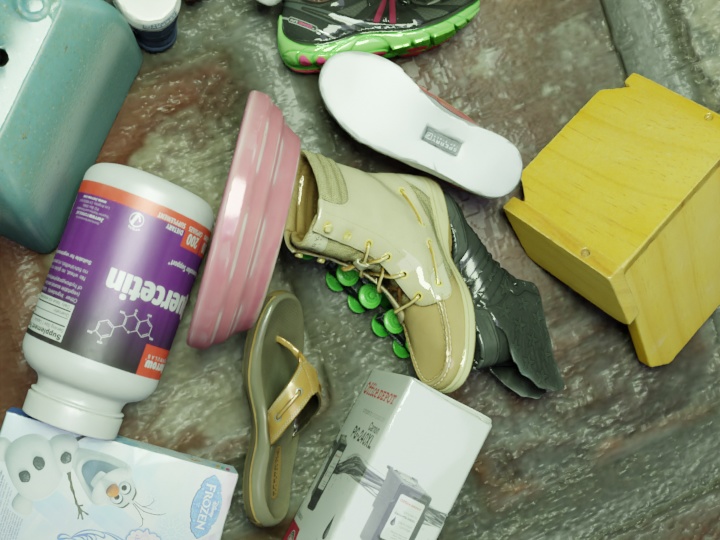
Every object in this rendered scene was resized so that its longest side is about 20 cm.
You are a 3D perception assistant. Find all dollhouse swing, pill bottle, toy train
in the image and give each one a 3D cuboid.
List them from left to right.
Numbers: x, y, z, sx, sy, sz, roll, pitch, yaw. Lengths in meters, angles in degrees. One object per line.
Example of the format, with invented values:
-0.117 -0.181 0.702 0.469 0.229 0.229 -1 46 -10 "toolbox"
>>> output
-0.197 0.025 0.704 0.110 0.112 0.204 20 83 -13 "pill bottle"
0.000 0.000 0.798 0.200 0.042 0.057 45 67 -10 "toy train"
0.274 -0.042 0.875 0.200 0.177 0.181 -45 57 -12 "dollhouse swing"

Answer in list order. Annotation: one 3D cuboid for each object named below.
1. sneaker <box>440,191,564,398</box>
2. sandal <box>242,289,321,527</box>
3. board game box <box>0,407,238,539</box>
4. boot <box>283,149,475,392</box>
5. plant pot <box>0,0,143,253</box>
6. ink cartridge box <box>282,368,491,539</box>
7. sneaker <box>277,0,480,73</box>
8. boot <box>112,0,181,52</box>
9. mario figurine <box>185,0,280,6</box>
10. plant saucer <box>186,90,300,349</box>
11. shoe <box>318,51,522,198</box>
0.121 0.022 0.818 0.102 0.060 0.204 -4 72 -36 "sneaker"
-0.062 0.119 0.750 0.053 0.080 0.205 3 91 25 "sandal"
-0.223 0.239 0.724 0.195 0.043 0.204 18 83 -13 "board game box"
0.014 -0.001 0.729 0.153 0.072 0.204 10 61 -37 "boot"
-0.285 -0.146 0.643 0.193 0.200 0.199 25 82 -12 "plant pot"
0.013 0.190 0.737 0.082 0.145 0.203 29 81 -9 "ink cartridge box"
0.019 -0.236 0.793 0.196 0.077 0.086 -13 95 -16 "sneaker"
-0.205 -0.284 0.728 0.071 0.090 0.204 -19 90 -12 "boot"
-0.074 -0.308 0.752 0.196 0.106 0.125 -24 125 -8 "mario figurine"
-0.089 -0.035 0.689 0.050 0.200 0.205 15 84 -10 "plant saucer"
0.050 -0.126 0.791 0.197 0.091 0.073 28 93 -5 "shoe"
